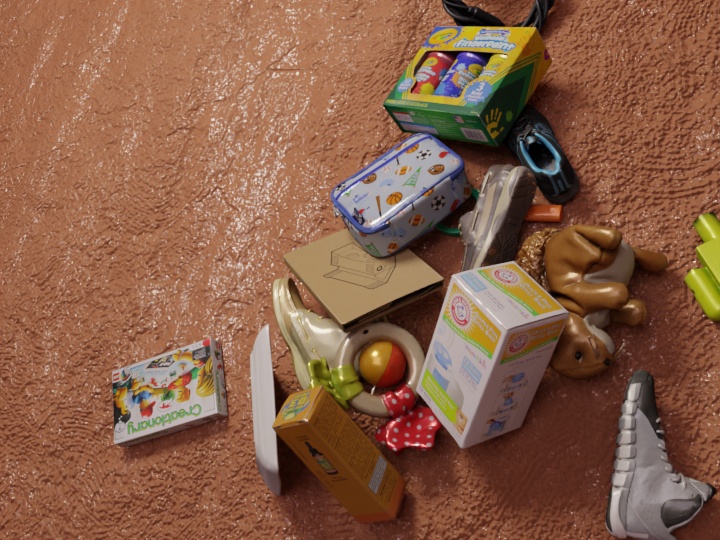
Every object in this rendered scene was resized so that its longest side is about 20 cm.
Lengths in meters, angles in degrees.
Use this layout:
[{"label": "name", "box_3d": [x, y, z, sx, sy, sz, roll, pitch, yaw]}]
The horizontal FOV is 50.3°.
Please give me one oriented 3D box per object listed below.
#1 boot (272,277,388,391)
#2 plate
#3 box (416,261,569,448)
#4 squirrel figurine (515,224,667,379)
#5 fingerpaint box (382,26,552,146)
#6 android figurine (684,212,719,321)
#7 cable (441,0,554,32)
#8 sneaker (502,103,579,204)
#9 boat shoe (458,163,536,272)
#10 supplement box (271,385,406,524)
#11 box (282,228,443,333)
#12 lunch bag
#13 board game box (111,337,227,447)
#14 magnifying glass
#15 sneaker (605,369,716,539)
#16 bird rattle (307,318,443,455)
[{"label": "boot", "box_3d": [-0.040, 0.078, 1.144, 0.155, 0.073, 0.201, -27, 68, 15]}, {"label": "plate", "box_3d": [-0.134, 0.202, 1.075, 0.032, 0.200, 0.201, -5, 66, -7]}, {"label": "box", "box_3d": [0.159, 0.104, 0.955, 0.113, 0.101, 0.201, 50, 140, 40]}, {"label": "squirrel figurine", "box_3d": [0.271, 0.043, 1.003, 0.199, 0.141, 0.188, 13, 86, 43]}, {"label": "fingerpaint box", "box_3d": [0.158, -0.284, 1.159, 0.200, 0.073, 0.167, 20, 71, 46]}, {"label": "android figurine", "box_3d": [0.504, -0.001, 0.946, 0.181, 0.041, 0.201, -30, 60, 11]}, {"label": "cable", "box_3d": [0.208, -0.437, 1.187, 0.163, 0.051, 0.200, -36, 103, 2]}, {"label": "sneaker", "box_3d": [0.251, -0.192, 1.114, 0.073, 0.082, 0.200, -36, 58, 11]}, {"label": "boat shoe", "box_3d": [0.182, -0.057, 1.092, 0.073, 0.074, 0.201, 28, 97, 42]}, {"label": "supplement box", "box_3d": [-0.024, 0.242, 0.998, 0.066, 0.200, 0.069, -20, 30, 36]}, {"label": "box", "box_3d": [0.000, 0.000, 1.117, 0.163, 0.021, 0.200, -24, 39, -18]}, {"label": "lunch bag", "box_3d": [0.054, -0.118, 1.151, 0.199, 0.076, 0.160, -33, 43, -5]}, {"label": "board game box", "box_3d": [-0.314, 0.200, 1.248, 0.199, 0.035, 0.127, -20, 64, 17]}, {"label": "magnifying glass", "box_3d": [0.197, -0.087, 1.135, 0.199, 0.022, 0.080, 4, 72, 28]}, {"label": "sneaker", "box_3d": [0.363, 0.225, 0.912, 0.115, 0.075, 0.201, 8, 84, 22]}, {"label": "bird rattle", "box_3d": [0.027, 0.152, 1.040, 0.199, 0.113, 0.164, 20, 77, 5]}]
